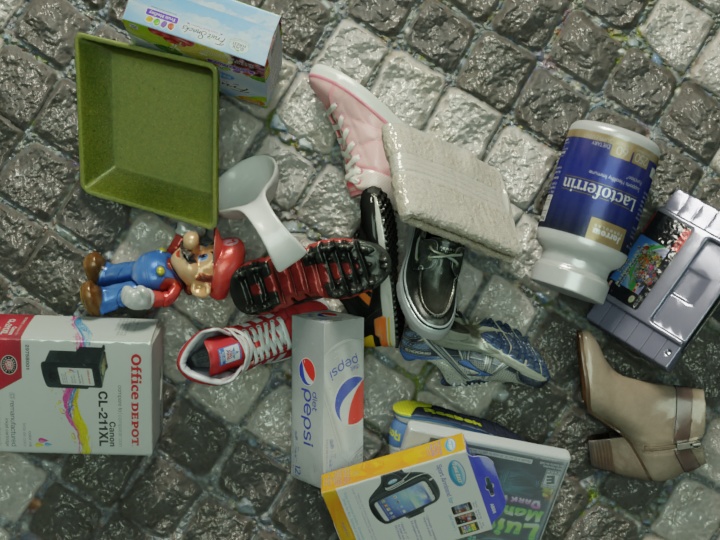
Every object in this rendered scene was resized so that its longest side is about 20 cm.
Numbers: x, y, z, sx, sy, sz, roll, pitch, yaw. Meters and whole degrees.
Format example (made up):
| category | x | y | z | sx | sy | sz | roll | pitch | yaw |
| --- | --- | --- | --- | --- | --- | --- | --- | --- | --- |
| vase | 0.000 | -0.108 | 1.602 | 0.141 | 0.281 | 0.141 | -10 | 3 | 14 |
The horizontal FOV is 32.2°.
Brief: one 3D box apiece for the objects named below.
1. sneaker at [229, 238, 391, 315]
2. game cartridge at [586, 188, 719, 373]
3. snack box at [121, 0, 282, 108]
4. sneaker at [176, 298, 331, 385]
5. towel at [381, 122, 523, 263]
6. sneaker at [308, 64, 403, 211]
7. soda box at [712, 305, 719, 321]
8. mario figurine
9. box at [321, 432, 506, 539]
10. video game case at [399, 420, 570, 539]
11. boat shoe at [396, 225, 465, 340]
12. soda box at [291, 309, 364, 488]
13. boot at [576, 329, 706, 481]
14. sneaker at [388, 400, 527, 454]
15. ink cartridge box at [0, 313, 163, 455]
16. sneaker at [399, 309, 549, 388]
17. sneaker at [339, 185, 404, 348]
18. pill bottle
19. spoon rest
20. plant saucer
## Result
| category | x | y | z | sx | sy | sz | roll | pitch | yaw |
| --- | --- | --- | --- | --- | --- | --- | --- | --- | --- |
| sneaker | -0.051 | 0.001 | 1.461 | 0.198 | 0.098 | 0.072 | -13 | 95 | 21 |
| game cartridge | 0.378 | 0.009 | 1.513 | 0.129 | 0.038 | 0.201 | 34 | 86 | 29 |
| snack box | -0.176 | -0.263 | 1.443 | 0.167 | 0.200 | 0.068 | 18 | 85 | -1 |
| sneaker | -0.126 | 0.085 | 1.485 | 0.198 | 0.112 | 0.072 | -21 | 90 | -3 |
| towel | 0.110 | -0.089 | 1.461 | 0.199 | 0.034 | 0.134 | 18 | 48 | -39 |
| sneaker | -0.004 | -0.154 | 1.511 | 0.200 | 0.075 | 0.105 | 41 | 83 | -5 |
| soda box | 0.527 | 0.086 | 1.524 | 0.199 | 0.068 | 0.064 | 38 | 86 | -2 |
| mario figurine | -0.236 | -0.013 | 1.484 | 0.198 | 0.106 | 0.125 | -11 | 77 | 3 |
| box | 0.065 | 0.265 | 1.449 | 0.198 | 0.042 | 0.120 | -18 | 116 | 5 |
| video game case | 0.130 | 0.275 | 1.488 | 0.198 | 0.023 | 0.184 | 11 | 116 | -8 |
| boat shoe | 0.086 | -0.016 | 1.466 | 0.071 | 0.071 | 0.202 | 14 | 52 | -17 |
| soda box | -0.039 | 0.152 | 1.485 | 0.063 | 0.068 | 0.203 | -6 | 100 | -39 |
| boot | 0.343 | 0.160 | 1.514 | 0.144 | 0.070 | 0.202 | -7 | 106 | 9 |
| sneaker | 0.125 | 0.221 | 1.516 | 0.198 | 0.074 | 0.083 | 17 | 98 | -2 |
| ink cartridge box | -0.337 | 0.134 | 1.474 | 0.197 | 0.083 | 0.148 | 1 | 106 | -2 |
| sneaker | 0.136 | 0.104 | 1.521 | 0.198 | 0.077 | 0.086 | 23 | 117 | -14 |
| sneaker | 0.000 | 0.000 | 1.493 | 0.089 | 0.070 | 0.202 | -3 | 110 | 12 |
| pill bottle | 0.278 | -0.069 | 1.502 | 0.115 | 0.116 | 0.202 | 18 | 89 | -2 |
| spoon rest | -0.123 | -0.078 | 1.462 | 0.099 | 0.200 | 0.061 | -35 | 130 | -2 |
| plant saucer | -0.239 | -0.169 | 1.464 | 0.198 | 0.048 | 0.202 | 16 | 119 | 23 |
